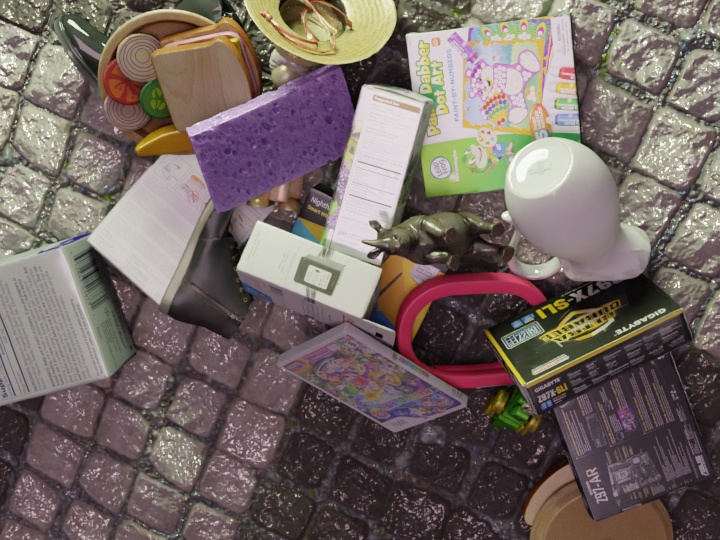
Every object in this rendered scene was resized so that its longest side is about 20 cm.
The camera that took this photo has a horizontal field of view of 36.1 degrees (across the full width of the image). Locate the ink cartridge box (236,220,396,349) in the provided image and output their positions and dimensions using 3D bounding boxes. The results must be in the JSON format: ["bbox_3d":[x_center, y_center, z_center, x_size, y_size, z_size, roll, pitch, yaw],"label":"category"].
[{"bbox_3d":[-0.040,0.020,1.321,0.199,0.116,0.067,22,77,5],"label":"ink cartridge box"}]

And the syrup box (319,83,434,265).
[{"bbox_3d":[0.020,-0.116,1.309,0.081,0.079,0.201,16,103,7],"label":"syrup box"}]

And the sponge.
[{"bbox_3d":[-0.100,-0.157,1.317,0.199,0.030,0.112,-26,127,-10],"label":"sponge"}]

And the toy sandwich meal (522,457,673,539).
[{"bbox_3d":[0.300,0.338,1.426,0.204,0.070,0.207,0,104,-1],"label":"toy sandwich meal"}]

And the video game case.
[{"bbox_3d":[0.015,0.137,1.376,0.200,0.018,0.143,32,142,-26],"label":"video game case"}]

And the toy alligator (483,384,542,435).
[{"bbox_3d":[0.198,0.161,1.353,0.059,0.200,0.054,29,75,1],"label":"toy alligator"}]

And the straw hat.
[{"bbox_3d":[-0.061,-0.290,1.306,0.200,0.201,0.085,32,141,2],"label":"straw hat"}]

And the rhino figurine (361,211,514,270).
[{"bbox_3d":[0.079,-0.034,1.264,0.087,0.199,0.060,20,110,49],"label":"rhino figurine"}]

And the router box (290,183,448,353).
[{"bbox_3d":[0.000,0.000,1.403,0.199,0.051,0.150,26,106,4],"label":"router box"}]

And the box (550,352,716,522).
[{"bbox_3d":[0.322,0.184,1.354,0.159,0.044,0.201,-21,88,1],"label":"box"}]

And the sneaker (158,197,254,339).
[{"bbox_3d":[-0.167,-0.019,1.397,0.106,0.075,0.201,25,97,-9],"label":"sneaker"}]

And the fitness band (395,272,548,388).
[{"bbox_3d":[0.141,0.073,1.374,0.199,0.037,0.145,-2,109,-8],"label":"fitness band"}]

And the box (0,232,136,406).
[{"bbox_3d":[-0.430,0.067,1.476,0.199,0.105,0.185,-14,101,13],"label":"box"}]

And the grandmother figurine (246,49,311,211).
[{"bbox_3d":[-0.092,-0.177,1.374,0.120,0.061,0.201,3,106,-4],"label":"grandmother figurine"}]

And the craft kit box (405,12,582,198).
[{"bbox_3d":[0.163,-0.197,1.329,0.196,0.049,0.201,-5,103,15],"label":"craft kit box"}]

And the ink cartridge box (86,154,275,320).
[{"bbox_3d":[-0.233,-0.061,1.448,0.162,0.050,0.200,42,89,-2],"label":"ink cartridge box"}]

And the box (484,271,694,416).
[{"bbox_3d":[0.261,0.075,1.290,0.199,0.160,0.050,-25,110,0],"label":"box"}]

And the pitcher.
[{"bbox_3d":[0.225,-0.057,1.288,0.171,0.122,0.200,-18,142,26],"label":"pitcher"}]

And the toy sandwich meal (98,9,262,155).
[{"bbox_3d":[-0.216,-0.215,1.323,0.204,0.070,0.206,-1,122,-1],"label":"toy sandwich meal"}]

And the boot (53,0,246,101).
[{"bbox_3d":[-0.257,-0.295,1.371,0.199,0.066,0.165,-31,105,19],"label":"boot"}]
